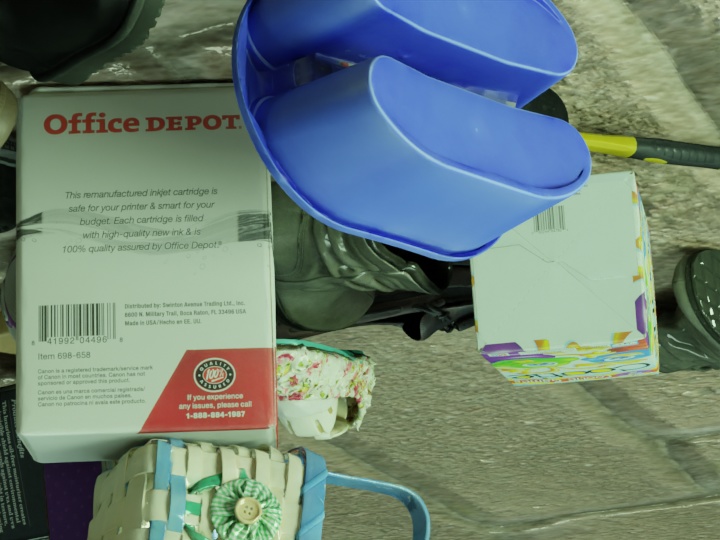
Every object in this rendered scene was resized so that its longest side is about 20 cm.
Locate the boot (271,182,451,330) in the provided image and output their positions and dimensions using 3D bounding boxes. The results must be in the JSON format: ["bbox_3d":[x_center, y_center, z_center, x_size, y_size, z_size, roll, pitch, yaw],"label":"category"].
[{"bbox_3d":[0.000,0.000,1.485,0.130,0.068,0.200,10,166,26],"label":"boot"}]

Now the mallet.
[{"bbox_3d":[0.149,-0.072,1.418,0.199,0.041,0.066,8,160,-39],"label":"mallet"}]

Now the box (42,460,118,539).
[{"bbox_3d":[-0.162,0.110,1.441,0.039,0.201,0.137,-10,159,5],"label":"box"}]

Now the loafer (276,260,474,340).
[{"bbox_3d":[0.024,0.027,1.643,0.198,0.063,0.072,2,161,-12],"label":"loafer"}]

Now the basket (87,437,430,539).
[{"bbox_3d":[-0.056,0.188,1.321,0.199,0.177,0.139,19,152,-28],"label":"basket"}]

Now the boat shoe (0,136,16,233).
[{"bbox_3d":[-0.269,-0.029,1.458,0.068,0.057,0.200,11,157,-34],"label":"boat shoe"}]

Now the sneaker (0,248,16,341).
[{"bbox_3d":[-0.163,0.008,1.552,0.099,0.075,0.199,8,161,-39],"label":"sneaker"}]

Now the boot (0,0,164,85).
[{"bbox_3d":[-0.182,-0.141,1.102,0.157,0.080,0.211,7,160,-25],"label":"boot"}]

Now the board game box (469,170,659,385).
[{"bbox_3d":[0.131,0.010,1.493,0.104,0.104,0.200,-5,171,9],"label":"board game box"}]

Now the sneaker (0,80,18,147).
[{"bbox_3d":[-0.279,-0.080,1.324,0.199,0.071,0.075,-21,135,36],"label":"sneaker"}]

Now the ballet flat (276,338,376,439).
[{"bbox_3d":[-0.027,0.081,1.590,0.075,0.064,0.200,-2,175,15],"label":"ballet flat"}]

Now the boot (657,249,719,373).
[{"bbox_3d":[0.234,0.043,1.721,0.130,0.068,0.200,-6,160,30],"label":"boot"}]

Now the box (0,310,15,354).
[{"bbox_3d":[-0.158,0.035,1.686,0.199,0.021,0.163,-13,166,30],"label":"box"}]

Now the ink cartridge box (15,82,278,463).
[{"bbox_3d":[-0.121,0.002,1.346,0.143,0.201,0.084,-2,165,-2],"label":"ink cartridge box"}]

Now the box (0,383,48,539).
[{"bbox_3d":[-0.198,0.138,1.799,0.197,0.124,0.200,-13,175,30],"label":"box"}]

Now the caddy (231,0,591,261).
[{"bbox_3d":[0.024,-0.085,1.197,0.199,0.142,0.105,16,151,-41],"label":"caddy"}]
